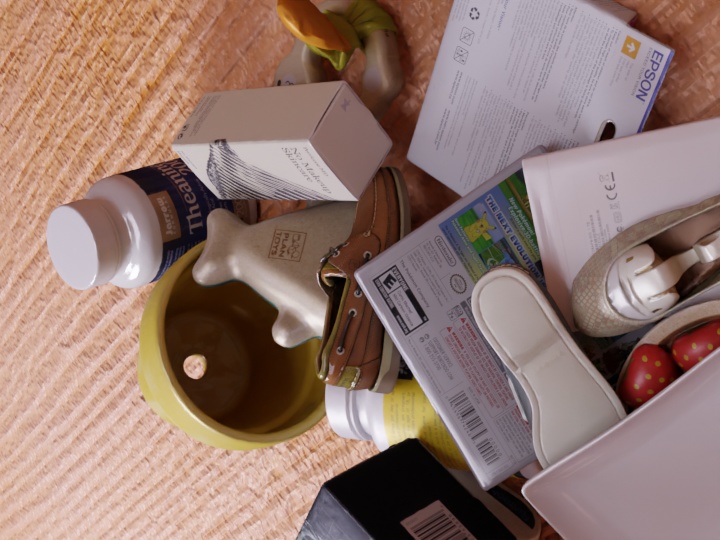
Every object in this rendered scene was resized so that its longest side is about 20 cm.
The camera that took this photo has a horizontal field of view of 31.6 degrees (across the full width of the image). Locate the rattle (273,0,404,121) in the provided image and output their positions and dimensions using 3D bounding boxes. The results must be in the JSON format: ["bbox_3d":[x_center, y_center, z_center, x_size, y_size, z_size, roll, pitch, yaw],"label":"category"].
[{"bbox_3d":[-0.065,-0.163,1.136,0.198,0.142,0.132,-19,96,42],"label":"rattle"}]

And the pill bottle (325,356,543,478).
[{"bbox_3d":[0.073,0.113,1.091,0.197,0.111,0.113,2,106,30],"label":"pill bottle"}]

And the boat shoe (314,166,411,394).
[{"bbox_3d":[0.000,0.000,1.058,0.072,0.067,0.203,122,153,-61],"label":"boat shoe"}]

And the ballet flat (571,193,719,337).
[{"bbox_3d":[0.224,-0.013,0.875,0.199,0.062,0.068,-33,90,21],"label":"ballet flat"}]

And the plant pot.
[{"bbox_3d":[-0.136,0.082,1.261,0.188,0.199,0.203,-28,84,59],"label":"plant pot"}]

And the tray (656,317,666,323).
[{"bbox_3d":[0.256,0.067,0.978,0.098,0.037,0.203,-13,95,45],"label":"tray"}]

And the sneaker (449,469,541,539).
[{"bbox_3d":[0.069,0.215,1.182,0.200,0.073,0.113,44,133,26],"label":"sneaker"}]

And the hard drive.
[{"bbox_3d":[0.226,-0.036,0.918,0.197,0.027,0.134,-11,96,20],"label":"hard drive"}]

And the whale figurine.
[{"bbox_3d":[-0.050,0.001,1.166,0.197,0.104,0.161,8,68,10],"label":"whale figurine"}]

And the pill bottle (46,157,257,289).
[{"bbox_3d":[-0.207,-0.047,1.267,0.110,0.199,0.113,17,116,38],"label":"pill bottle"}]

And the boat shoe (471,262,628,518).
[{"bbox_3d":[0.146,0.084,0.935,0.072,0.062,0.202,-29,93,13],"label":"boat shoe"}]

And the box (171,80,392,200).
[{"bbox_3d":[-0.073,-0.112,1.124,0.198,0.069,0.082,4,145,48],"label":"box"}]

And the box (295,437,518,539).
[{"bbox_3d":[0.037,0.283,1.017,0.200,0.123,0.198,42,128,25],"label":"box"}]

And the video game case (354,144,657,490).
[{"bbox_3d":[0.119,0.037,0.988,0.181,0.022,0.202,-33,82,11],"label":"video game case"}]

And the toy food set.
[{"bbox_3d":[0.277,0.116,0.906,0.197,0.049,0.201,-6,106,25],"label":"toy food set"}]

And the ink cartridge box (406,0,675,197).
[{"bbox_3d":[0.142,-0.131,1.015,0.199,0.043,0.199,36,124,28],"label":"ink cartridge box"}]

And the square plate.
[{"bbox_3d":[0.247,0.165,0.883,0.199,0.029,0.198,-39,100,25],"label":"square plate"}]
